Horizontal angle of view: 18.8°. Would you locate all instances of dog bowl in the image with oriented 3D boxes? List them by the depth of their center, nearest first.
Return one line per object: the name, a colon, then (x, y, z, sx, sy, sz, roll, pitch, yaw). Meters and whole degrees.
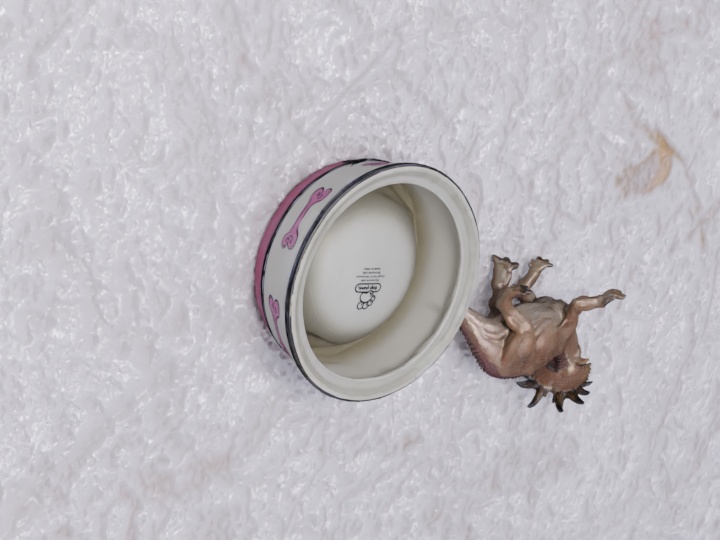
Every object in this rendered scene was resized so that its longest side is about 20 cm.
dog bowl: (0.000, 0.000, 1.761, 0.199, 0.074, 0.202, -18, 120, -35)

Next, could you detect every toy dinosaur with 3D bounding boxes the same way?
toy dinosaur: (0.146, 0.066, 1.914, 0.199, 0.086, 0.137, 0, 115, -35)
